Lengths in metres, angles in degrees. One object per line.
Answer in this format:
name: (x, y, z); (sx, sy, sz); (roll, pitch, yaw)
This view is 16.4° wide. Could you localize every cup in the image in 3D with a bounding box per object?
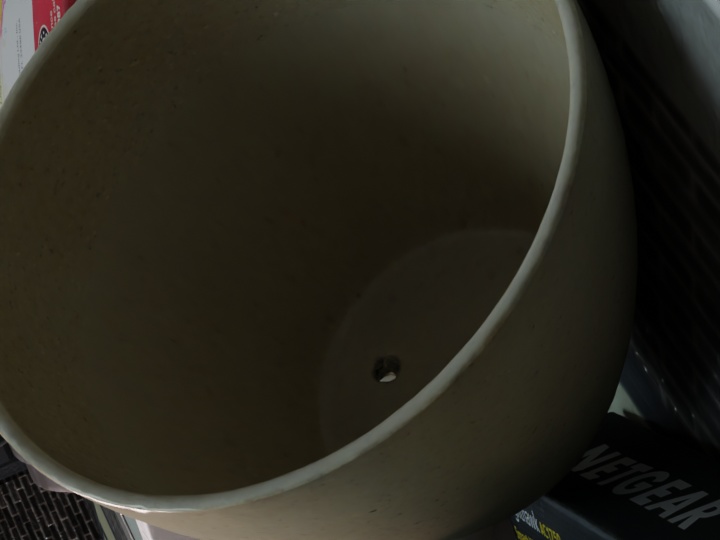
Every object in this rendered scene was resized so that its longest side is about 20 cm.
cup: (0.002, 0.003, 0.736); (0.143, 0.200, 0.201); (43, -168, -50)

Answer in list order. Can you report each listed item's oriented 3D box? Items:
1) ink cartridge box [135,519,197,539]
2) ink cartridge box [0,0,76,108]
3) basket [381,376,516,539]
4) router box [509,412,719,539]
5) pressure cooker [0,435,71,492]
ink cartridge box: (-0.064, 0.146, 1.410); (0.067, 0.115, 0.201); (-147, 37, -70)
ink cartridge box: (-0.103, -0.044, 1.009); (0.200, 0.082, 0.147); (177, 88, -69)
basket: (0.026, 0.127, 0.927); (0.124, 0.135, 0.201); (-120, 13, -53)
router box: (0.108, 0.131, 0.742); (0.200, 0.051, 0.150); (-160, 50, -77)
pressure cooker: (-0.112, 0.024, 1.260); (0.176, 0.178, 0.201); (22, 132, 70)
